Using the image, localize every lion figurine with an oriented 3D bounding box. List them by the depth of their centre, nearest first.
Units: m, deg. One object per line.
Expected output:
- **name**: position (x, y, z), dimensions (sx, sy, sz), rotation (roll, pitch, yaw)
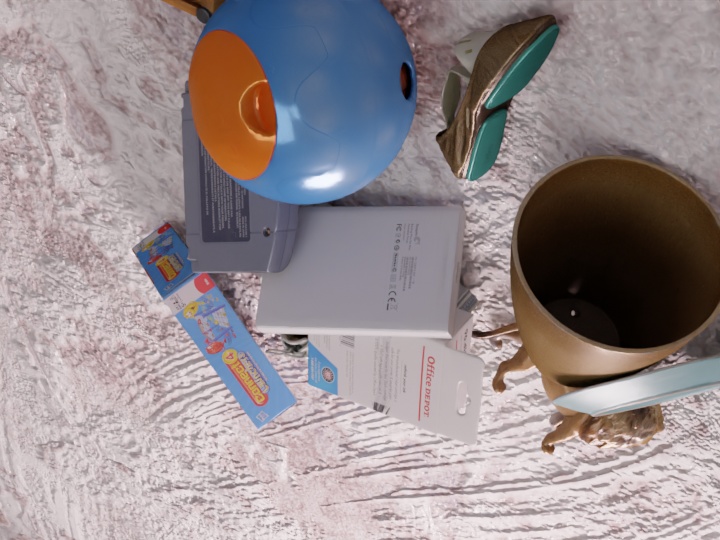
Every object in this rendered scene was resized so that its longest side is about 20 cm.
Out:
- **lion figurine**: position (0.210, 0.113, 1.285), dimensions (0.200, 0.072, 0.122), rotation (47, 133, -7)

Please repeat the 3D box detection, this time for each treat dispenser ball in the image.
- **treat dispenser ball**: position (-0.050, -0.159, 1.096), dimensions (0.201, 0.201, 0.201), rotation (20, 139, 19)

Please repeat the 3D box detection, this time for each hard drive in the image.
- **hard drive**: position (0.000, 0.000, 1.248), dimensions (0.200, 0.132, 0.026), rotation (0, 159, 20)

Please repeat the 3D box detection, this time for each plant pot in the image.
- **plant pot**: position (0.214, 0.026, 1.132), dimensions (0.186, 0.187, 0.200), rotation (27, 156, 10)

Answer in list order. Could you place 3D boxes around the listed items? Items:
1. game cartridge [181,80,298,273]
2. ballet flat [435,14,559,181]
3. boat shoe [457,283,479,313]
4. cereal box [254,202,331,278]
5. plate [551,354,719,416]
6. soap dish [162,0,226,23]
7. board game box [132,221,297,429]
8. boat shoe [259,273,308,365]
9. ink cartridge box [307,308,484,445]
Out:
- **game cartridge**: position (-0.121, -0.097, 1.263), dimensions (0.133, 0.041, 0.201), rotation (1, 94, 40)
- **ballet flat**: position (0.108, -0.162, 1.097), dimensions (0.072, 0.068, 0.200), rotation (46, 148, 18)
- **boat shoe**: position (0.051, 0.061, 1.359), dimensions (0.072, 0.070, 0.201), rotation (47, 137, 2)
- **cereal box**: position (-0.082, -0.040, 1.367), dimensions (0.200, 0.040, 0.144), rotation (47, 140, -13)
- **plate**: position (0.276, 0.107, 1.151), dimensions (0.200, 0.200, 0.026), rotation (-26, 73, 48)
- **soap dish**: position (-0.180, -0.320, 1.122), dimensions (0.200, 0.081, 0.157), rotation (26, 140, 10)
- **board game box**: position (-0.170, 0.060, 1.438), dimensions (0.200, 0.056, 0.196), rotation (57, 173, -24)
- **boat shoe**: position (-0.065, 0.066, 1.361), dimensions (0.074, 0.086, 0.202), rotation (9, 137, 26)
- **ink cartridge box**: position (0.047, 0.088, 1.283), dimensions (0.200, 0.068, 0.116), rotation (19, 127, 25)
